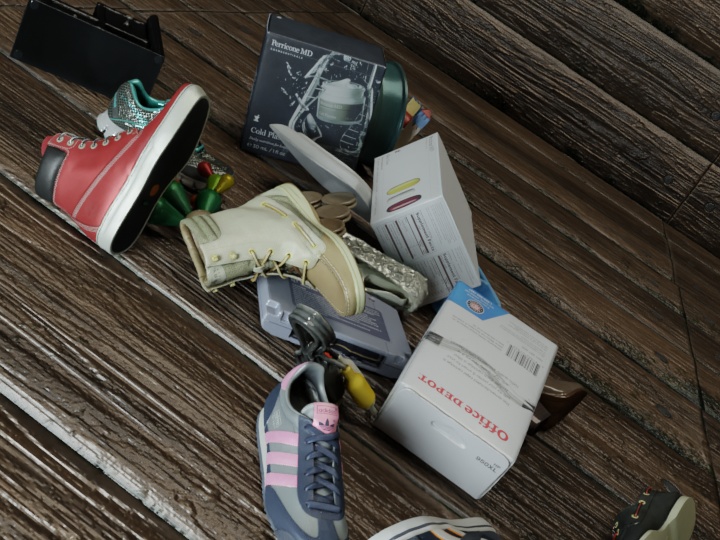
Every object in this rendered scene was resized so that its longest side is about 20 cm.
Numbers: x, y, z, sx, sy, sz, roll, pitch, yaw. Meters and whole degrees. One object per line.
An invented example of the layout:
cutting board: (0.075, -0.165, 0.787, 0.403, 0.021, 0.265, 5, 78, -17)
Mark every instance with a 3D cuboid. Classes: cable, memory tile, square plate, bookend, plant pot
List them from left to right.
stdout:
bookend: (-0.410, -0.357, 1.247, 0.196, 0.093, 0.201, 20, 26, -27)
memory tile: (-0.088, -0.063, 1.080, 0.150, 0.017, 0.201, 1, 25, 10)
cable: (-0.037, 0.076, 0.819, 0.097, 0.050, 0.201, 36, -23, 32)
plant pot: (-0.045, -0.310, 1.515, 0.193, 0.202, 0.201, 9, 31, -26)
square plate: (-0.030, -0.135, 1.249, 0.197, 0.029, 0.200, 39, -3, 31)

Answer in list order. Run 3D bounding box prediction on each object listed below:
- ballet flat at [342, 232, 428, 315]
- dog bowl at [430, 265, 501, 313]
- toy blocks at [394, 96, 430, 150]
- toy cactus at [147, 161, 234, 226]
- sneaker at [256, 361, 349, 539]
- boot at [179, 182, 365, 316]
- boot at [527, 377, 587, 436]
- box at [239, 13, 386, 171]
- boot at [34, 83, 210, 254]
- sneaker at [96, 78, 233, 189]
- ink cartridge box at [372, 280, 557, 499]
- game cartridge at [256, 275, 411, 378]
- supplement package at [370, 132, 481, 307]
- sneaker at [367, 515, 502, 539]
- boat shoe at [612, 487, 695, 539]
ballet flat: (0.000, 0.000, 1.099, 0.197, 0.073, 0.072, 24, 24, -2)
dog bowl: (0.153, 0.023, 1.272, 0.110, 0.050, 0.201, 21, 25, -25)
toy blocks: (0.084, -0.286, 1.645, 0.100, 0.137, 0.200, 42, 15, -8)
toy cactus: (-0.208, -0.083, 0.991, 0.166, 0.102, 0.199, 49, 18, 13)
sneaker: (-0.044, 0.162, 0.712, 0.069, 0.083, 0.201, 17, 28, -30)
boot: (-0.098, -0.007, 0.907, 0.153, 0.073, 0.201, -20, 54, -29)
boot: (0.206, 0.143, 1.086, 0.146, 0.071, 0.199, 42, 24, 26)
box: (-0.080, -0.285, 1.344, 0.196, 0.199, 0.125, 13, 28, -11)
boot: (-0.263, -0.140, 0.883, 0.143, 0.201, 0.072, 36, 2, 12)
sneaker: (-0.255, -0.184, 1.108, 0.198, 0.092, 0.078, 29, 24, -9)
ink cartridge box: (0.122, 0.128, 0.922, 0.143, 0.085, 0.200, 34, 41, 5)
game cartridge: (-0.035, 0.054, 0.996, 0.197, 0.041, 0.134, 23, 29, -22)
supplement package: (0.095, -0.077, 1.203, 0.201, 0.109, 0.157, -86, 153, -57)
sneaker: (0.071, 0.256, 0.681, 0.198, 0.079, 0.079, 9, 26, -46)
boat shoe: (0.314, 0.306, 0.918, 0.062, 0.075, 0.200, 4, 15, 38)
